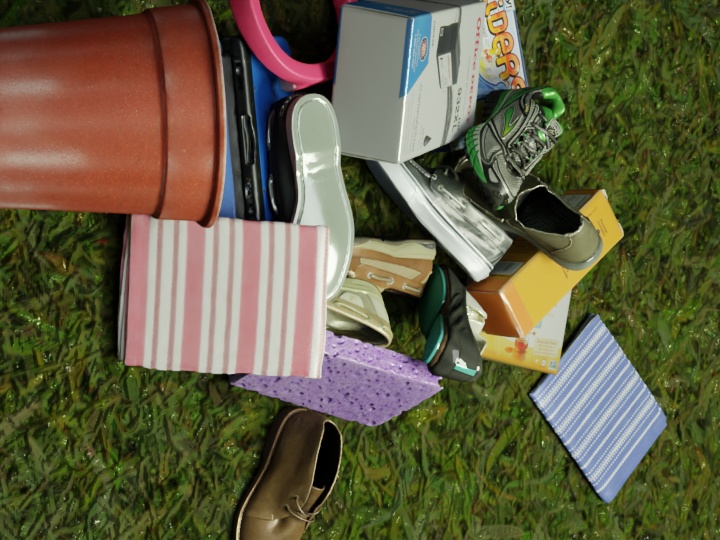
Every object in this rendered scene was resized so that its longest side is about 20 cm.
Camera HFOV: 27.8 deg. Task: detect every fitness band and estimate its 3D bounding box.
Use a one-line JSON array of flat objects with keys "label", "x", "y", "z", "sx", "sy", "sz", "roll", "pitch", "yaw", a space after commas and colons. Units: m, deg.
[{"label": "fitness band", "x": -0.060, "y": -0.256, "z": 1.443, "sx": 0.199, "sy": 0.037, "sz": 0.145, "roll": -28, "pitch": 99, "yaw": -56}]

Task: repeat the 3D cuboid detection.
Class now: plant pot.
[{"label": "plant pot", "x": -0.230, "y": -0.133, "z": 1.253, "sx": 0.193, "sy": 0.201, "sz": 0.204, "roll": -3, "pitch": 95, "yaw": -17}]

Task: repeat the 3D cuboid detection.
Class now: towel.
[{"label": "towel", "x": 0.295, "y": 0.171, "z": 1.796, "sx": 0.145, "sy": 0.024, "sz": 0.201, "roll": -48, "pitch": 118, "yaw": -23}, {"label": "towel", "x": -0.129, "y": 0.023, "z": 1.376, "sx": 0.197, "sy": 0.030, "sz": 0.148, "roll": 4, "pitch": 94, "yaw": 0}]

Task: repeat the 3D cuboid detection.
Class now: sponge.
[{"label": "sponge", "x": -0.024, "y": 0.108, "z": 1.484, "sx": 0.199, "sy": 0.111, "sz": 0.030, "roll": 20, "pitch": 51, "yaw": -37}]

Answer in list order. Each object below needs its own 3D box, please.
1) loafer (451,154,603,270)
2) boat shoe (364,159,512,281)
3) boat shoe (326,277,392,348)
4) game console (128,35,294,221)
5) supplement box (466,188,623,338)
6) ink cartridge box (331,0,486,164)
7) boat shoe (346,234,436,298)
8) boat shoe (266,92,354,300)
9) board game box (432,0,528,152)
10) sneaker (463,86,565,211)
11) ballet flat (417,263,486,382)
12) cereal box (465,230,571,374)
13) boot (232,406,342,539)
[{"label": "loafer", "x": 0.179, "y": -0.078, "z": 1.585, "sx": 0.075, "sy": 0.199, "sz": 0.070, "roll": -51, "pitch": 153, "yaw": -15}, {"label": "boat shoe", "x": 0.083, "y": -0.079, "z": 1.563, "sx": 0.071, "sy": 0.072, "sz": 0.200, "roll": -45, "pitch": 109, "yaw": -4}, {"label": "boat shoe", "x": -0.063, "y": 0.044, "z": 1.449, "sx": 0.198, "sy": 0.063, "sz": 0.074, "roll": 7, "pitch": 129, "yaw": -27}, {"label": "game console", "x": -0.144, "y": -0.126, "z": 1.435, "sx": 0.170, "sy": 0.117, "sz": 0.203, "roll": -21, "pitch": 108, "yaw": -67}, {"label": "supplement box", "x": 0.209, "y": -0.011, "z": 1.638, "sx": 0.200, "sy": 0.068, "sz": 0.067, "roll": -41, "pitch": 114, "yaw": -27}, {"label": "ink cartridge box", "x": 0.051, "y": -0.200, "z": 1.478, "sx": 0.200, "sy": 0.083, "sz": 0.147, "roll": -29, "pitch": 127, "yaw": -61}, {"label": "boat shoe", "x": 0.000, "y": 0.000, "z": 1.520, "sx": 0.198, "sy": 0.075, "sz": 0.075, "roll": 2, "pitch": 94, "yaw": -37}, {"label": "boat shoe", "x": -0.052, "y": -0.071, "z": 1.419, "sx": 0.075, "sy": 0.060, "sz": 0.203, "roll": -3, "pitch": 96, "yaw": -33}, {"label": "board game box", "x": 0.121, "y": -0.245, "z": 1.626, "sx": 0.134, "sy": 0.034, "sz": 0.203, "roll": -20, "pitch": 104, "yaw": -36}, {"label": "sneaker", "x": 0.165, "y": -0.140, "z": 1.542, "sx": 0.078, "sy": 0.084, "sz": 0.201, "roll": 59, "pitch": 33, "yaw": -29}, {"label": "ballet flat", "x": 0.098, "y": 0.062, "z": 1.540, "sx": 0.068, "sy": 0.201, "sz": 0.068, "roll": 25, "pitch": 116, "yaw": -11}, {"label": "cereal box", "x": 0.186, "y": 0.009, "z": 1.687, "sx": 0.143, "sy": 0.039, "sz": 0.203, "roll": 14, "pitch": 84, "yaw": -38}, {"label": "boot", "x": -0.073, "y": 0.240, "z": 1.474, "sx": 0.073, "sy": 0.075, "sz": 0.202, "roll": 22, "pitch": 80, "yaw": -38}]
